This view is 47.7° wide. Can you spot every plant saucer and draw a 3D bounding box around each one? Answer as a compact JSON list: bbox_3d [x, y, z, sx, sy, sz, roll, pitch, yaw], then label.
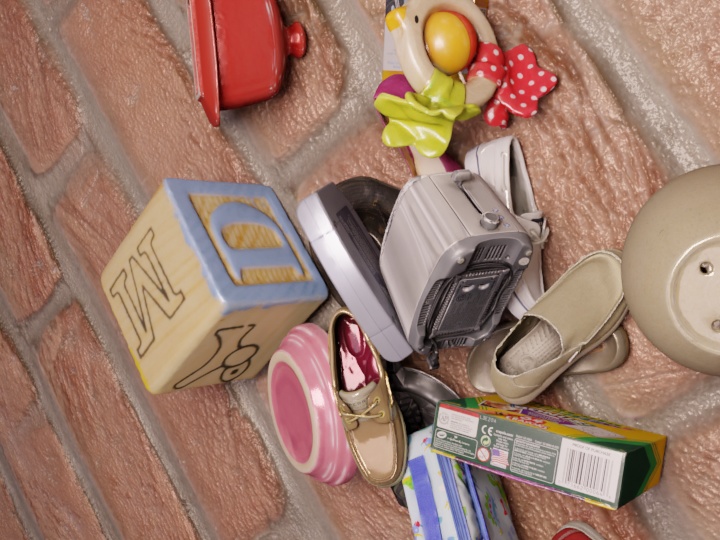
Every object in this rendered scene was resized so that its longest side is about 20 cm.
[{"bbox_3d":[-0.065,0.170,1.012,0.200,0.050,0.205,31,126,55],"label":"plant saucer"}]

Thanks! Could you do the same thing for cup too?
[{"bbox_3d":[0.328,0.009,0.725,0.196,0.143,0.205,3,99,23],"label":"cup"}]

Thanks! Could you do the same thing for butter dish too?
[{"bbox_3d":[-0.140,-0.288,1.028,0.200,0.145,0.204,-148,53,-74],"label":"butter dish"}]

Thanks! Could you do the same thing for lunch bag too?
[{"bbox_3d":[0.113,0.278,0.909,0.082,0.160,0.203,-28,51,20],"label":"lunch bag"}]

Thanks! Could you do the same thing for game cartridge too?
[{"bbox_3d":[0.000,0.000,0.903,0.040,0.133,0.202,-31,95,11],"label":"game cartridge"}]

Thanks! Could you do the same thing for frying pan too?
[{"bbox_3d":[0.066,0.135,0.970,0.113,0.031,0.192,13,144,32],"label":"frying pan"}]

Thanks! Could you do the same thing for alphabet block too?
[{"bbox_3d":[-0.196,0.020,1.080,0.200,0.193,0.198,-45,62,32],"label":"alphabet block"}]

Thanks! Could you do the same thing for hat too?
[{"bbox_3d":[-0.004,-0.019,1.016,0.198,0.080,0.205,9,106,34],"label":"hat"}]

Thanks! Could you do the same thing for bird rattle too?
[{"bbox_3d":[0.105,-0.211,0.828,0.112,0.198,0.165,-10,107,63],"label":"bird rattle"}]

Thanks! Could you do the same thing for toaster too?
[{"bbox_3d":[0.090,-0.007,0.855,0.202,0.111,0.130,106,149,-44],"label":"toaster"}]

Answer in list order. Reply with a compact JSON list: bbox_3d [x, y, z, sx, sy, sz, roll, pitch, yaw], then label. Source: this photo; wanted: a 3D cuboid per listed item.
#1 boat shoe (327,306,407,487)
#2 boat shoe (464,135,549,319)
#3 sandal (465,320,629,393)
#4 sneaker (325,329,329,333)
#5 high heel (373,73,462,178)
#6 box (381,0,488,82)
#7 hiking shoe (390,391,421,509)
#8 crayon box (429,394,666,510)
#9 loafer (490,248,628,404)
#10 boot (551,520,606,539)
[{"bbox_3d":[0.000,0.137,0.890,0.073,0.066,0.204,-19,77,13],"label":"boat shoe"},{"bbox_3d":[0.171,-0.047,0.890,0.065,0.073,0.204,-19,90,40],"label":"boat shoe"},{"bbox_3d":[0.199,0.095,0.911,0.197,0.054,0.082,-14,92,37],"label":"sandal"},{"bbox_3d":[-0.011,0.150,1.065,0.089,0.078,0.204,23,124,29],"label":"sneaker"},{"bbox_3d":[0.066,-0.121,0.916,0.066,0.096,0.204,5,119,35],"label":"high heel"},{"bbox_3d":[0.086,-0.309,0.918,0.117,0.041,0.205,12,104,33],"label":"box"},{"bbox_3d":[0.035,0.215,1.020,0.099,0.076,0.203,18,136,38],"label":"hiking shoe"},{"bbox_3d":[0.199,0.180,0.852,0.197,0.171,0.060,11,92,33],"label":"crayon box"},{"bbox_3d":[0.211,0.057,0.848,0.076,0.068,0.201,42,93,28],"label":"loafer"},{"bbox_3d":[0.273,0.366,0.861,0.198,0.143,0.074,32,115,24],"label":"boot"}]
